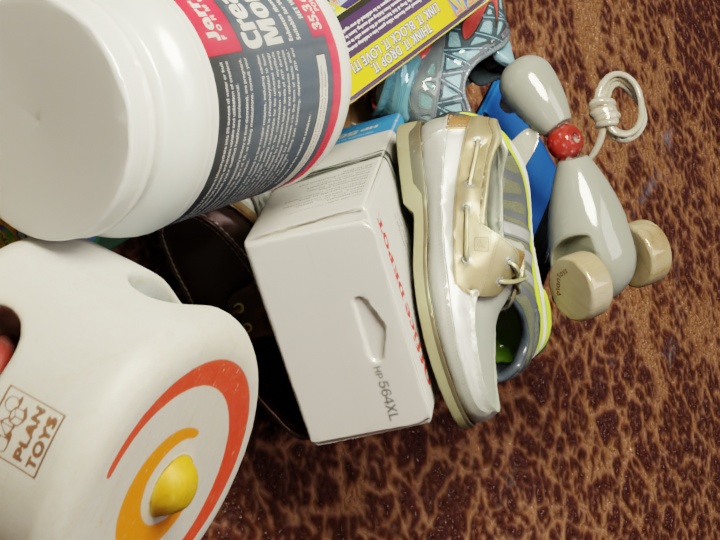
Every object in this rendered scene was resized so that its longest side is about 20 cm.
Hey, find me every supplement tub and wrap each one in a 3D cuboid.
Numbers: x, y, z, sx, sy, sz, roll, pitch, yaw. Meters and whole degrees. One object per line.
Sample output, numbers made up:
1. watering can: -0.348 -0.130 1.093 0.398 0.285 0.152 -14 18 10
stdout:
1. supplement tub: -0.108 -0.097 0.785 0.200 0.140 0.141 -25 99 -56

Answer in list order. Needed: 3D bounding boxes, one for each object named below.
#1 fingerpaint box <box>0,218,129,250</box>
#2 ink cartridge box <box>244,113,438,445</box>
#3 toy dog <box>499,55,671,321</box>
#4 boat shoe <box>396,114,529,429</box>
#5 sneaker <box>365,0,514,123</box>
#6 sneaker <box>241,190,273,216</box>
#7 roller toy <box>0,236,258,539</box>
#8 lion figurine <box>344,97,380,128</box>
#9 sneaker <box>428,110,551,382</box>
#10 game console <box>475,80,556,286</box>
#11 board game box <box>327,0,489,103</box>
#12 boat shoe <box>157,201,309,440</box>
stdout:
1. fingerpaint box: -0.234 -0.074 0.791 0.167 0.073 0.201 -36 108 -50
2. ink cartridge box: 0.000 0.000 0.946 0.200 0.084 0.147 -68 142 -66
3. toy dog: 0.151 -0.052 1.081 0.131 0.096 0.201 5 69 -30
4. boat shoe: 0.071 -0.004 0.908 0.075 0.068 0.201 31 49 -75
5. sneaker: 0.078 -0.183 1.107 0.095 0.079 0.201 27 69 -5
6. sneaker: -0.101 -0.080 0.970 0.081 0.086 0.201 -89 167 -56
7. roller toy: -0.145 0.087 0.748 0.200 0.139 0.183 -41 149 -45
8. lion figurine: 0.005 -0.102 1.109 0.199 0.072 0.123 29 48 -39
9. sneaker: 0.088 -0.013 0.996 0.081 0.073 0.201 -66 139 -65
10. game console: 0.096 -0.026 1.161 0.118 0.171 0.200 33 40 -2
11. board game box: -0.009 -0.216 0.965 0.200 0.057 0.166 -40 108 -42
12. boat shoe: -0.072 0.031 0.968 0.200 0.070 0.071 52 38 -29
